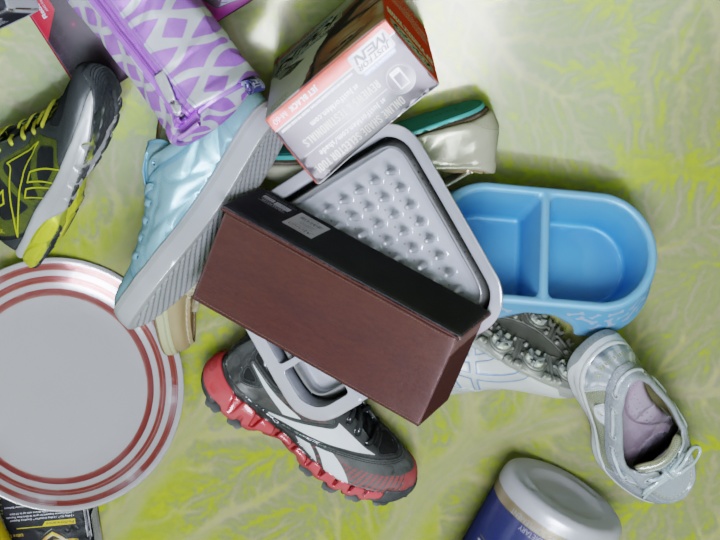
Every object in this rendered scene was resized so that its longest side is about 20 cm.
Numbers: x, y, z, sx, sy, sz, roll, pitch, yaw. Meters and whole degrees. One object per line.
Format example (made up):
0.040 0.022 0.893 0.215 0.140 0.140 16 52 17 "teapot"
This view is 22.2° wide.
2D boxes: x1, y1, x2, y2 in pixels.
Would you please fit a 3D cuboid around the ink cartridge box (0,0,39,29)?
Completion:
-0.337 -0.242 1.294 0.196 0.047 0.202 -20 87 27 "ink cartridge box"

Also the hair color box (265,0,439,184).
-0.007 -0.144 1.324 0.111 0.200 0.064 -39 106 11 "hair color box"

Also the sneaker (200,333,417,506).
-0.026 0.112 1.470 0.200 0.071 0.098 35 123 -11 "sneaker"

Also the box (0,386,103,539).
-0.320 0.171 1.502 0.198 0.049 0.161 -6 111 0 "box"

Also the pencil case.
-0.157 -0.178 1.291 0.200 0.085 0.084 51 129 6 "pencil case"

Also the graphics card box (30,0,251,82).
-0.155 -0.230 1.370 0.199 0.051 0.126 -30 107 7 "graphics card box"

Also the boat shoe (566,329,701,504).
0.225 0.129 1.462 0.074 0.065 0.203 -36 132 -8 "boat shoe"

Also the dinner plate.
-0.237 0.090 1.443 0.198 0.024 0.202 6 72 -17 "dinner plate"

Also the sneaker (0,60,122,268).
-0.244 -0.084 1.379 0.084 0.075 0.201 29 129 -3 "sneaker"

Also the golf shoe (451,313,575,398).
0.085 0.066 1.478 0.198 0.079 0.098 23 127 -6 "golf shoe"

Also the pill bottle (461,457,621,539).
0.122 0.265 1.512 0.110 0.111 0.201 25 106 -9 "pill bottle"

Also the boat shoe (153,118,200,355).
-0.130 -0.030 1.426 0.062 0.073 0.202 2 107 -3 "boat shoe"

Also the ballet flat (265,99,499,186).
0.012 -0.080 1.417 0.198 0.070 0.070 -11 109 3 "ballet flat"

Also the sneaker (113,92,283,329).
-0.134 -0.054 1.366 0.082 0.074 0.201 36 92 16 "sneaker"

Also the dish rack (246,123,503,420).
0.000 0.000 1.381 0.199 0.043 0.173 -31 88 24 "dish rack"

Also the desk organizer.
-0.016 0.025 1.331 0.199 0.072 0.078 29 112 13 "desk organizer"

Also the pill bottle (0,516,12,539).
-0.328 0.226 1.436 0.111 0.113 0.202 -19 109 5 "pill bottle"

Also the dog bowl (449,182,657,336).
0.137 -0.013 1.420 0.198 0.050 0.113 5 76 -7 "dog bowl"
